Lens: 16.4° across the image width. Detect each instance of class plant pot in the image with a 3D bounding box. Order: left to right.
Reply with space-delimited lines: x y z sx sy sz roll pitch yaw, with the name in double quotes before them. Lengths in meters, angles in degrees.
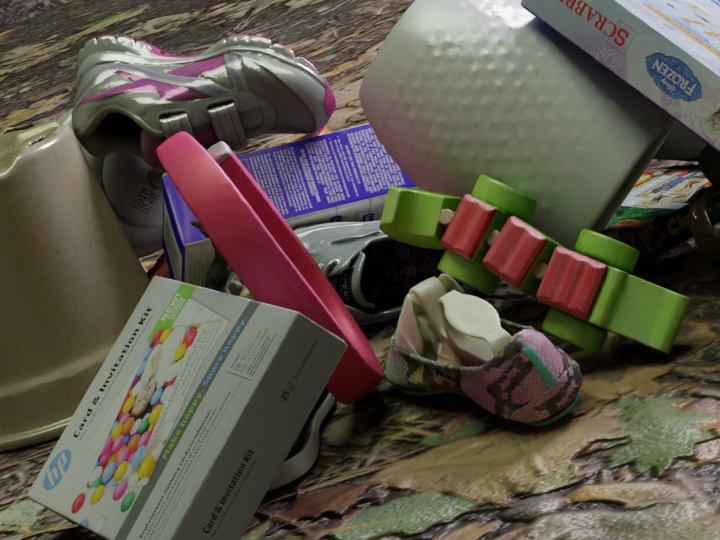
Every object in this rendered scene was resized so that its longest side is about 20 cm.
"plant pot" -0.235 0.002 1.737 0.200 0.184 0.201 -17 16 5

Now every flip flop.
"flip flop" 0.230 -0.031 1.531 0.057 0.081 0.200 -36 13 7

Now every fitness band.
"fitness band" -0.052 -0.004 1.494 0.037 0.200 0.144 -37 31 2

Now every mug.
"mug" 0.092 -0.089 1.612 0.148 0.175 0.200 -52 -7 -16

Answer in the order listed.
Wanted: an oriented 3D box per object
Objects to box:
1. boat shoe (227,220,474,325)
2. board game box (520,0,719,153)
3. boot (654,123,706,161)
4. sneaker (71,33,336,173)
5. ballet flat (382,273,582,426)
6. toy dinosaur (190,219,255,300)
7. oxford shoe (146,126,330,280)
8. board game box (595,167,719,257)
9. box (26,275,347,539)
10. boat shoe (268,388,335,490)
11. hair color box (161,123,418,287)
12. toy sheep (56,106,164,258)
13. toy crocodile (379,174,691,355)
"boat shoe" 0.001 0.001 1.675 0.200 0.070 0.072 -13 8 9
"board game box" 0.229 -0.123 1.560 0.200 0.041 0.199 41 23 31
"boot" 0.178 -0.108 1.780 0.130 0.068 0.200 0 -8 -42
"sneaker" -0.114 -0.107 1.741 0.199 0.081 0.088 1 54 21
"ballet flat" 0.061 0.041 1.466 0.069 0.071 0.200 -35 19 -17
"toy dinosaur" -0.082 0.012 1.619 0.047 0.089 0.200 -7 -8 -7
"oxford shoe" -0.084 -0.020 1.869 0.200 0.073 0.071 -37 11 7
"board game box" 0.170 -0.043 1.728 0.105 0.024 0.200 -30 19 -28
"box" -0.102 0.087 1.412 0.156 0.041 0.200 -60 26 -9
"boat shoe" -0.057 0.072 1.520 0.075 0.061 0.200 -19 15 0
"hair color box" -0.038 -0.044 1.761 0.199 0.065 0.109 -13 -23 -11
"toy sheep" -0.175 -0.073 1.853 0.138 0.138 0.200 -25 7 -22
"toy crocodile" 0.102 -0.005 1.474 0.200 0.068 0.062 28 3 27
